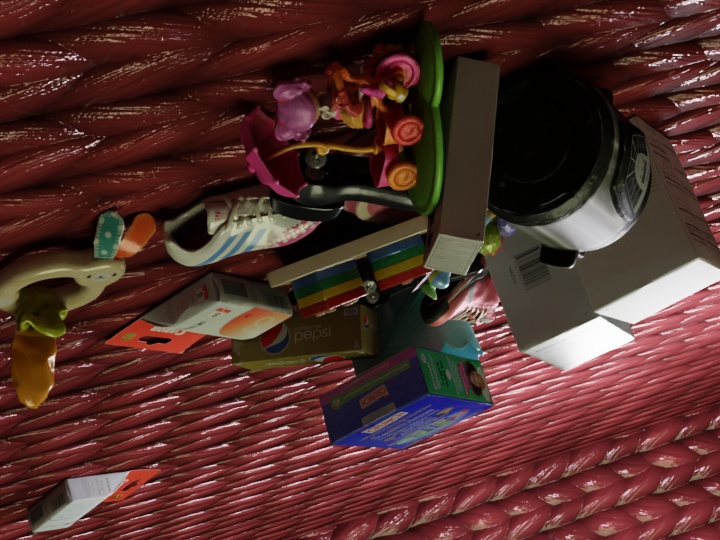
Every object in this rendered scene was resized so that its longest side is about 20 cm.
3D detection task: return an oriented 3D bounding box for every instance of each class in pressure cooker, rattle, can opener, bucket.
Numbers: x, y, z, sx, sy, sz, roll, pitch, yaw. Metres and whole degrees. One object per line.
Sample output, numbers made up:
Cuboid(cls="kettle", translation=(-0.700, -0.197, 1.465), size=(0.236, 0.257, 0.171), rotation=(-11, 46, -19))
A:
Cuboid(cls="pressure cooker", translation=(0.229, -0.116, 1.414), size=(0.175, 0.180, 0.199), rotation=(-38, 151, 17))
Cuboid(cls="rattle", translation=(-0.301, 0.037, 1.367), size=(0.197, 0.145, 0.131), rotation=(-19, 143, 14))
Cuboid(cls="can opener", translation=(0.068, 0.000, 1.722), size=(0.197, 0.064, 0.079), rotation=(-16, -154, 17))
Cuboid(cls="can opener", translation=(0.003, -0.094, 1.343), size=(0.196, 0.064, 0.079), rotation=(0, 157, -8))
Cuboid(cls="bucket", translation=(0.070, 0.094, 1.863), size=(0.204, 0.137, 0.208), rotation=(-18, 161, -6))

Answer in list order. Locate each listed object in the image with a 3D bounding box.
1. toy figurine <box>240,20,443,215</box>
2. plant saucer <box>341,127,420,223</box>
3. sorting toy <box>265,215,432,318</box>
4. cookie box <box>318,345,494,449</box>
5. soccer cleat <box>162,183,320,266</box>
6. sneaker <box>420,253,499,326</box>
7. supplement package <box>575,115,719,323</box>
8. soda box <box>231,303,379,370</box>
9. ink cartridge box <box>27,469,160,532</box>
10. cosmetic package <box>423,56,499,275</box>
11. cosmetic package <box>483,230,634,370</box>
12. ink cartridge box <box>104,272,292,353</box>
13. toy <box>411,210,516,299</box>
Cuboid(cls="toy figurine", translation=(-0.023, -0.140, 1.217), size=(0.181, 0.151, 0.202), rotation=(-5, 135, -12))
Cuboid(cls="plant saucer", translation=(0.058, -0.111, 1.449), size=(0.198, 0.051, 0.201), rotation=(-19, 161, -7))
Cuboid(cls="sorting toy", translation=(0.000, 0.000, 1.555), size=(0.197, 0.071, 0.199), rotation=(-20, 179, 4))
Cuboid(cls="cookie box", translation=(0.066, 0.181, 1.774), size=(0.170, 0.076, 0.199), rotation=(-29, 158, 24))
Cuboid(cls="soccer cleat", translation=(-0.122, -0.057, 1.384), size=(0.197, 0.071, 0.086), rotation=(-22, 161, 5))
Cuboid(cls="sneaker", translation=(0.157, 0.041, 1.779), size=(0.073, 0.088, 0.200), rotation=(-27, -173, 38))
Cuboid(cls="supplement package", translation=(0.352, -0.060, 1.640), size=(0.151, 0.203, 0.150), rotation=(-29, 158, 25))
Cuboid(cls="soda box", translation=(-0.077, 0.093, 1.741), size=(0.197, 0.065, 0.068), rotation=(-7, 165, 21))
Cuboid(cls="ink cartridge box", translation=(-0.475, 0.414, 2.291), size=(0.198, 0.048, 0.160), rotation=(2, 150, -42))
Cuboid(cls="cosmetic package", translation=(0.101, -0.106, 1.285), size=(0.050, 0.203, 0.083), rotation=(11, 155, -6))
Cuboid(cls="cosmetic package", translation=(0.267, 0.012, 1.745), size=(0.122, 0.202, 0.200), rotation=(-25, 160, 18))
Cuboid(cls="ink cartridge box", translation=(-0.212, 0.075, 1.672), size=(0.199, 0.051, 0.161), rotation=(-34, 156, 24))
Cuboid(cls="toy", translation=(0.154, -0.037, 1.615), size=(0.200, 0.047, 0.115), rotation=(-44, 174, 16))
